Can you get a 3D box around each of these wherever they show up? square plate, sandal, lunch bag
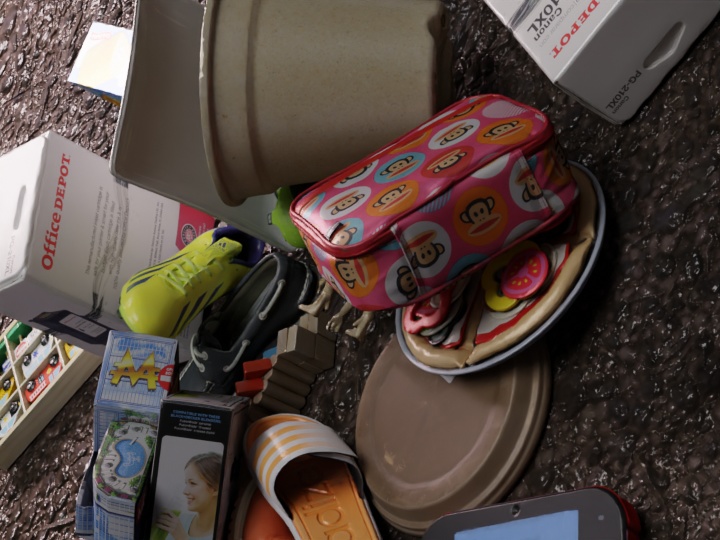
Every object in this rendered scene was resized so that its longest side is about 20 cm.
[{"bbox_3d":[-0.130,-0.133,1.834,0.028,0.199,0.199,-24,51,45],"label":"square plate"},{"bbox_3d":[-0.030,0.166,1.617,0.079,0.059,0.207,-20,43,-14],"label":"sandal"},{"bbox_3d":[0.051,-0.056,1.578,0.199,0.082,0.176,-30,22,-9],"label":"lunch bag"}]

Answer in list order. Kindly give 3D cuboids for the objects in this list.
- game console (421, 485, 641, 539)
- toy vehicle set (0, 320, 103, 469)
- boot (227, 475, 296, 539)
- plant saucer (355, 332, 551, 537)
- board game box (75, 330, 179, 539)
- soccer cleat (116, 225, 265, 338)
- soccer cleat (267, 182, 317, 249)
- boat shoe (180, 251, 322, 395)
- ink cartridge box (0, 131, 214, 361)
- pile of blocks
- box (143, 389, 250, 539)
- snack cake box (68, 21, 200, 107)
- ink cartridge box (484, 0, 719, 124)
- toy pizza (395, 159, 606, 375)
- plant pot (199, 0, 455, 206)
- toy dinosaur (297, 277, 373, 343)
[{"bbox_3d":[0.112,0.249,1.469,0.199,0.031,0.178,-17,57,43],"label":"game console"},{"bbox_3d":[-0.312,0.084,2.055,0.200,0.026,0.125,-48,40,19],"label":"toy vehicle set"},{"bbox_3d":[-0.045,0.241,1.634,0.107,0.075,0.201,-21,53,25],"label":"boot"},{"bbox_3d":[0.064,0.106,1.611,0.200,0.029,0.201,-28,49,37],"label":"plant saucer"},{"bbox_3d":[-0.189,0.163,1.699,0.200,0.061,0.201,-76,-8,-59],"label":"board game box"},{"bbox_3d":[-0.143,0.004,1.801,0.084,0.065,0.200,-41,-1,28],"label":"soccer cleat"},{"bbox_3d":[-0.030,-0.113,1.827,0.081,0.067,0.201,-9,63,28],"label":"soccer cleat"},{"bbox_3d":[-0.113,0.059,1.814,0.200,0.060,0.076,-49,39,17],"label":"boat shoe"},{"bbox_3d":[-0.237,-0.013,1.873,0.084,0.199,0.146,-20,54,41],"label":"ink cartridge box"},{"bbox_3d":[-0.095,0.114,1.761,0.082,0.062,0.201,29,92,52],"label":"pile of blocks"},{"bbox_3d":[-0.135,0.200,1.670,0.117,0.060,0.201,-25,-57,-86],"label":"box"},{"bbox_3d":[-0.174,-0.173,1.977,0.200,0.115,0.068,19,84,52],"label":"snack cake box"},{"bbox_3d":[0.180,-0.231,1.628,0.145,0.084,0.200,-51,39,16],"label":"ink cartridge box"},{"bbox_3d":[0.100,-0.009,1.599,0.200,0.032,0.201,-31,36,26],"label":"toy pizza"},{"bbox_3d":[-0.019,-0.153,1.709,0.182,0.201,0.202,0,64,11],"label":"plant pot"},{"bbox_3d":[0.000,0.000,1.666,0.102,0.058,0.200,-63,16,-7],"label":"toy dinosaur"}]
